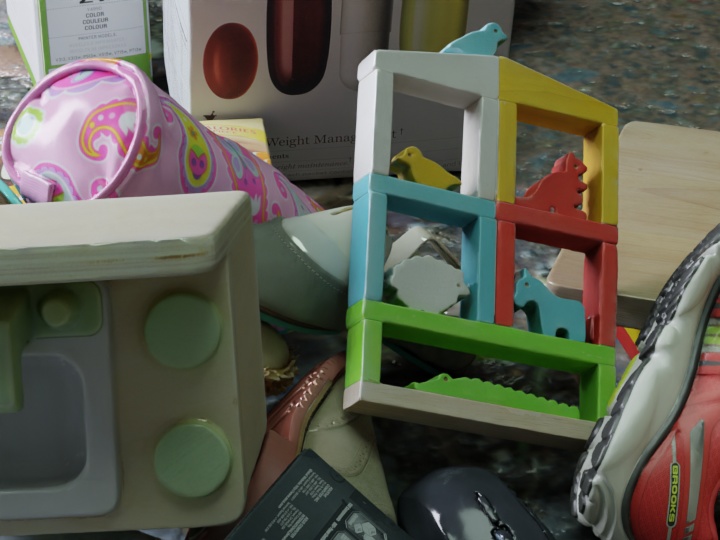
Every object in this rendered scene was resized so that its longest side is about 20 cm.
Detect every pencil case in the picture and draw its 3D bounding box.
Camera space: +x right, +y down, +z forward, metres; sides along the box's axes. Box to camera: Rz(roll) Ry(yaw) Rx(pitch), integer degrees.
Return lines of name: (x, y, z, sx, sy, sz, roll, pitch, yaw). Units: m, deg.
pencil case: (-0.083, -0.028, 1.065, 0.087, 0.087, 0.200, 21, -9, 34)

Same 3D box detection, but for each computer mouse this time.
computer mouse: (0.074, 0.135, 0.925, 0.059, 0.034, 0.200, -13, 31, -26)

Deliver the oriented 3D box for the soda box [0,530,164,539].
soda box: (-0.120, 0.137, 0.876, 0.200, 0.068, 0.064, 16, 29, 25)

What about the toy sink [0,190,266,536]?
toy sink: (-0.107, 0.035, 0.839, 0.130, 0.112, 0.200, -4, 6, 0)

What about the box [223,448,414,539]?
box: (-0.013, 0.171, 0.758, 0.158, 0.051, 0.200, 40, 36, 1)

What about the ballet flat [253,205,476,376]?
ballet flat: (0.000, 0.000, 1.047, 0.200, 0.064, 0.067, 22, 20, -52)

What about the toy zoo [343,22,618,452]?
toy zoo: (0.058, -0.023, 1.024, 0.131, 0.020, 0.200, 12, 68, -22)

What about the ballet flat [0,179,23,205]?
ballet flat: (-0.198, -0.017, 1.052, 0.072, 0.068, 0.200, -31, 21, -10)

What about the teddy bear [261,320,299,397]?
teddy bear: (-0.123, 0.045, 1.030, 0.200, 0.067, 0.145, 1, 15, 21)

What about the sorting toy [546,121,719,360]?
sorting toy: (0.212, 0.006, 1.130, 0.200, 0.070, 0.199, 9, 29, 15)

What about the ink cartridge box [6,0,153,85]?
ink cartridge box: (-0.188, -0.226, 1.421, 0.076, 0.200, 0.148, -8, 29, -14)

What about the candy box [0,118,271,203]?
candy box: (-0.146, -0.033, 1.213, 0.200, 0.055, 0.115, -3, 28, -6)

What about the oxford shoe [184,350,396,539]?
oxford shoe: (-0.020, 0.097, 0.982, 0.074, 0.071, 0.200, 40, 24, -3)

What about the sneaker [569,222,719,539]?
sneaker: (0.166, 0.046, 0.994, 0.085, 0.077, 0.200, 30, 72, -1)

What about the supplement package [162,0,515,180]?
supplement package: (-0.016, -0.173, 1.297, 0.191, 0.200, 0.147, -5, 43, -9)
